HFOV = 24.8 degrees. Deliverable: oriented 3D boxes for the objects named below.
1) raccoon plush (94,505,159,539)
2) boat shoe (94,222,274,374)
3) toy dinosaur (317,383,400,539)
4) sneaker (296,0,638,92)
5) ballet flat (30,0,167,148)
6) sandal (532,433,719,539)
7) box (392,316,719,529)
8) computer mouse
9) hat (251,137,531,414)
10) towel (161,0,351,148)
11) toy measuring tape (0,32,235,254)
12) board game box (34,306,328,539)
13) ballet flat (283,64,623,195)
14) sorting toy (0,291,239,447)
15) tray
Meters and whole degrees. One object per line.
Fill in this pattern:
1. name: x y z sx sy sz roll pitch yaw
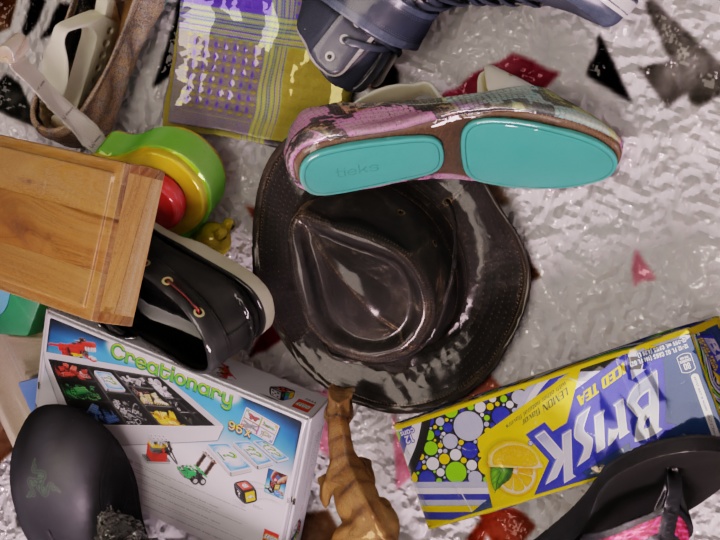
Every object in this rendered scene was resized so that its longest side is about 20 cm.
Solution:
1. raccoon plush: -0.084 0.193 1.049 0.200 0.097 0.134 -28 107 -6
2. boat shoe: -0.151 0.005 1.060 0.201 0.063 0.074 24 136 30
3. toy dinosaur: 0.008 0.162 0.987 0.200 0.060 0.106 59 150 31
4. sneaker: 0.053 -0.154 0.971 0.202 0.077 0.146 34 102 26
5. ballet flat: -0.174 -0.174 1.105 0.068 0.067 0.200 27 107 31
6. sandal: 0.150 0.154 0.936 0.200 0.075 0.045 -52 37 44
7. box: 0.125 0.091 0.971 0.200 0.064 0.070 -22 85 29
8. computer mouse: -0.183 0.183 1.108 0.138 0.053 0.200 2 123 30
9. hat: 0.000 0.000 1.011 0.200 0.081 0.201 5 102 24
10. towel: -0.061 -0.178 1.070 0.144 0.023 0.200 16 103 27
11. toy measuring tape: -0.149 -0.088 1.077 0.074 0.074 0.200 -33 107 27
12. board game box: -0.125 0.108 1.094 0.200 0.035 0.126 21 119 16
13. ballet flat: 0.054 -0.086 0.975 0.200 0.069 0.071 -4 51 1
14. sorting toy: -0.200 0.039 1.159 0.200 0.036 0.185 -32 79 27
15. tray: -0.212 -0.033 1.060 0.200 0.037 0.099 14 92 44
